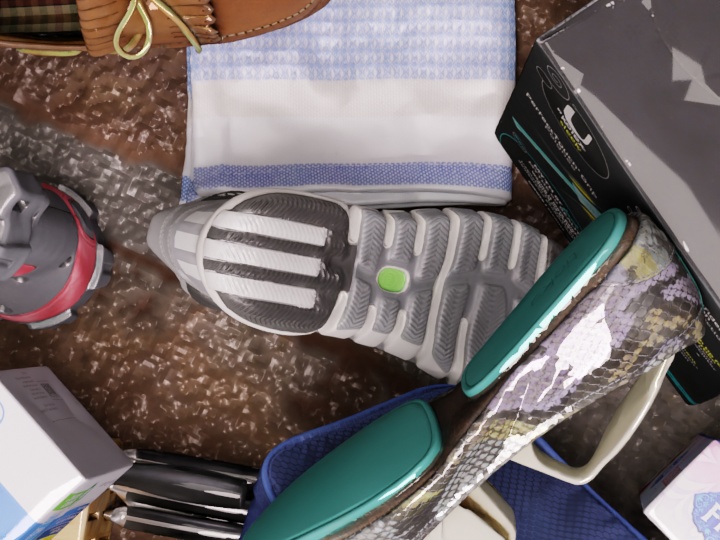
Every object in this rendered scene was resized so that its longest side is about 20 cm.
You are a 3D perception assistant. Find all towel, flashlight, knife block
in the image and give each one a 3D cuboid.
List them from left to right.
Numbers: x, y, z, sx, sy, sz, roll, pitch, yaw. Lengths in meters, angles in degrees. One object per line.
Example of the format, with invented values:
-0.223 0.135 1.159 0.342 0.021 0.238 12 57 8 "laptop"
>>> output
-0.151 -0.011 1.113 0.068 0.200 0.068 15 90 7 "flashlight"
-0.140 0.090 1.176 0.176 0.064 0.200 -36 84 3 "knife block"
-0.006 -0.122 1.192 0.147 0.024 0.200 0 87 5 "towel"

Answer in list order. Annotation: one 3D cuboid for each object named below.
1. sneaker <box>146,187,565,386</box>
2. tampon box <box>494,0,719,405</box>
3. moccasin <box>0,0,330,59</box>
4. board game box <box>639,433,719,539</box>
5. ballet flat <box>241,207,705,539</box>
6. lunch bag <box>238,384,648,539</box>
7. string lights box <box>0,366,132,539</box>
0.000 0.000 1.158 0.200 0.115 0.075 17 88 -33 "sneaker"
0.151 -0.046 1.076 0.126 0.200 0.150 -34 85 -5 "tampon box"
-0.105 -0.123 1.149 0.201 0.078 0.074 5 114 19 "moccasin"
0.192 0.147 1.072 0.041 0.200 0.200 -45 85 2 "board game box"
0.046 0.064 0.991 0.200 0.072 0.072 -42 84 15 "ballet flat"
0.029 0.151 1.093 0.200 0.136 0.132 45 135 31 "lunch bag"
-0.190 0.125 1.096 0.200 0.103 0.059 -43 85 4 "string lights box"
